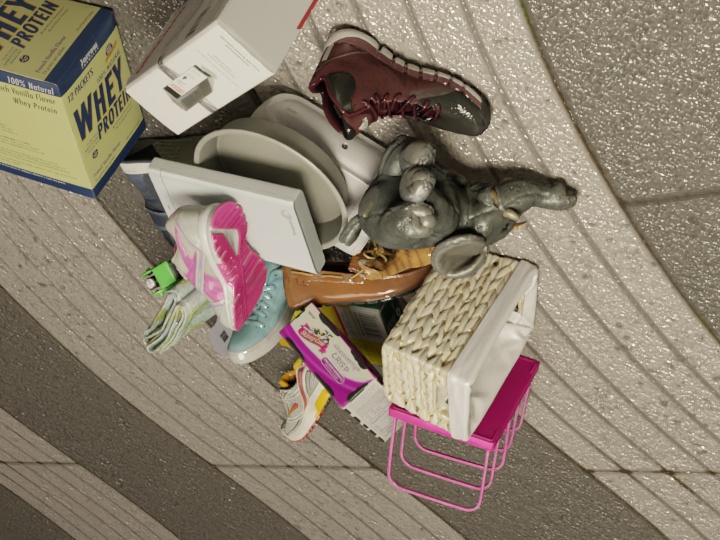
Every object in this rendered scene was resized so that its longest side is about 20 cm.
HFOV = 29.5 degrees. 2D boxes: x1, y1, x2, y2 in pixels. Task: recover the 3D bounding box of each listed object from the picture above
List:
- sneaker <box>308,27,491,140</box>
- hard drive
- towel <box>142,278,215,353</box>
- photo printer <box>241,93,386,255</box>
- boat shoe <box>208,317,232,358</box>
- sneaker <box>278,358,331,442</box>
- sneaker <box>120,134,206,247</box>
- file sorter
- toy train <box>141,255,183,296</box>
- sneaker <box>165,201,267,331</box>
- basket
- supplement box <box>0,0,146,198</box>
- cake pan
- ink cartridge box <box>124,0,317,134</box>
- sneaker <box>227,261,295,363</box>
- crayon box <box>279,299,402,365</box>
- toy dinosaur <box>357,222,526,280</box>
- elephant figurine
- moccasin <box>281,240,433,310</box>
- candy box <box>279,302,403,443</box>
[{"bbox_3d":[0.033,-0.169,1.464,0.199,0.116,0.076,26,147,4],"label":"sneaker"},{"bbox_3d":[-0.147,-0.065,1.624,0.199,0.027,0.132,14,146,24],"label":"hard drive"},{"bbox_3d":[-0.194,0.022,1.815,0.048,0.200,0.171,47,147,3],"label":"towel"},{"bbox_3d":[-0.054,-0.118,1.638,0.200,0.070,0.166,31,148,-2],"label":"photo printer"},{"bbox_3d":[-0.169,0.077,1.967,0.069,0.057,0.200,57,157,0],"label":"boat shoe"},{"bbox_3d":[-0.086,0.187,2.078,0.082,0.078,0.200,31,138,3],"label":"sneaker"},{"bbox_3d":[-0.212,-0.097,1.763,0.202,0.077,0.147,7,131,45],"label":"sneaker"},{"bbox_3d":[0.130,0.197,1.778,0.138,0.200,0.126,17,122,17],"label":"file sorter"},{"bbox_3d":[-0.223,-0.010,1.822,0.056,0.200,0.042,-29,91,25],"label":"toy train"},{"bbox_3d":[-0.174,-0.011,1.633,0.088,0.081,0.200,15,139,25],"label":"sneaker"},{"bbox_3d":[0.120,0.081,1.665,0.123,0.200,0.136,21,145,19],"label":"basket"},{"bbox_3d":[-0.398,-0.225,1.689,0.199,0.135,0.200,16,145,18],"label":"supplement box"},{"bbox_3d":[-0.098,-0.103,1.591,0.200,0.037,0.201,21,148,14],"label":"cake pan"},{"bbox_3d":[-0.145,-0.249,1.461,0.083,0.147,0.200,40,146,-21],"label":"ink cartridge box"},{"bbox_3d":[-0.125,0.030,1.774,0.074,0.200,0.082,-4,131,38],"label":"sneaker"},{"bbox_3d":[-0.037,0.064,1.887,0.199,0.051,0.127,9,142,26],"label":"crayon box"},{"bbox_3d":[0.088,-0.033,1.639,0.106,0.199,0.061,-122,15,-45],"label":"toy dinosaur"},{"bbox_3d":[0.110,-0.060,1.530,0.199,0.142,0.155,18,180,-31],"label":"elephant figurine"},{"bbox_3d":[0.000,0.000,1.728,0.201,0.074,0.078,-6,102,14],"label":"moccasin"},{"bbox_3d":[-0.014,0.134,1.755,0.136,0.061,0.200,48,178,24],"label":"candy box"}]
